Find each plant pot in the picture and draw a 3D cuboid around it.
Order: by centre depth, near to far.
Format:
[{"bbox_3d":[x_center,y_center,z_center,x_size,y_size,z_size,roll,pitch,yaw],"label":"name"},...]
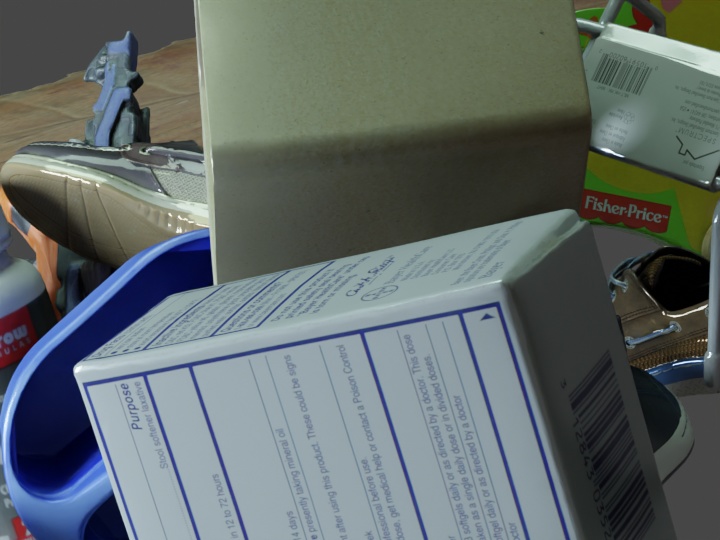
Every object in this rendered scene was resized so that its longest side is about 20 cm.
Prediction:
[{"bbox_3d":[0.012,-0.080,1.362,0.176,0.200,0.200,-4,-32,-4],"label":"plant pot"}]

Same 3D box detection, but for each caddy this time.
[{"bbox_3d":[-0.095,0.067,1.465,0.200,0.141,0.105,-43,13,-8],"label":"caddy"}]

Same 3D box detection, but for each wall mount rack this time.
[{"bbox_3d":[0.152,-0.046,1.433,0.200,0.174,0.075,21,-7,39],"label":"wall mount rack"}]

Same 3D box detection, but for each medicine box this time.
[{"bbox_3d":[0.011,0.091,1.166,0.199,0.183,0.103,-11,13,25],"label":"medicine box"}]

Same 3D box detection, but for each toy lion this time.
[{"bbox_3d":[0.171,-0.091,1.553,0.199,0.192,0.069,10,-1,-5],"label":"toy lion"}]

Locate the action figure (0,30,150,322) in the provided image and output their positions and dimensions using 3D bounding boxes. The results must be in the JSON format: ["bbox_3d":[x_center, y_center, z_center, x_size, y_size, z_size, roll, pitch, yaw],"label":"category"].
[{"bbox_3d":[-0.154,-0.030,1.667,0.193,0.201,0.105,-2,-23,25],"label":"action figure"}]

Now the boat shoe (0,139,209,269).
[{"bbox_3d":[-0.099,-0.039,1.564,0.199,0.072,0.065,12,53,20],"label":"boat shoe"}]

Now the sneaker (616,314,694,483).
[{"bbox_3d":[0.100,0.039,1.360,0.077,0.147,0.202,-16,11,15],"label":"sneaker"}]

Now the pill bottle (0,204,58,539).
[{"bbox_3d":[-0.213,0.062,1.563,0.114,0.201,0.114,-17,13,4],"label":"pill bottle"}]

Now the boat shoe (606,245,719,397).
[{"bbox_3d":[0.164,0.025,1.494,0.200,0.073,0.072,-8,16,38],"label":"boat shoe"}]
